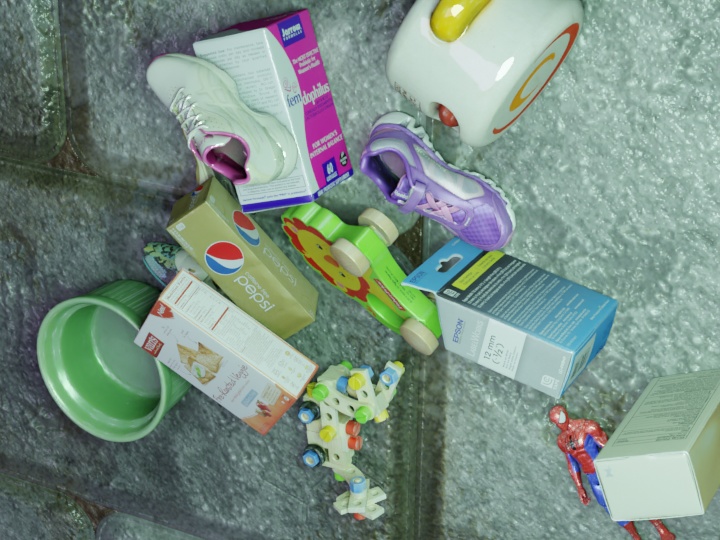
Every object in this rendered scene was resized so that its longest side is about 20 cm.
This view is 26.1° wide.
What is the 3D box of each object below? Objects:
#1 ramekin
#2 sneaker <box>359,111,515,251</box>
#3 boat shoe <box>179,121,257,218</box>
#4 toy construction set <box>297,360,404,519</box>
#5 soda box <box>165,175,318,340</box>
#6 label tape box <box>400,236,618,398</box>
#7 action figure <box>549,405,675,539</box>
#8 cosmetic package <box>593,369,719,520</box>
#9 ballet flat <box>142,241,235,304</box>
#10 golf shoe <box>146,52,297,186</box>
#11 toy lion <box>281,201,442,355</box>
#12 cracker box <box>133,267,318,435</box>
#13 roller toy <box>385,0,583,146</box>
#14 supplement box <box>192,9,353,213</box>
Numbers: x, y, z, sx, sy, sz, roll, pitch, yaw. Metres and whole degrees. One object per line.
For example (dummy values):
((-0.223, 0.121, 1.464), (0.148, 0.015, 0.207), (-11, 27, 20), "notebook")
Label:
((-0.306, 0.109, 1.988), (0.200, 0.098, 0.200), (12, 117, 25), "ramekin")
((0.076, -0.085, 1.688), (0.200, 0.088, 0.081), (39, 124, 8), "sneaker")
((-0.161, -0.149, 1.811), (0.066, 0.072, 0.201), (1, 117, 24), "boat shoe")
((-0.010, 0.197, 1.870), (0.131, 0.092, 0.200), (9, 104, 26), "toy construction set")
((-0.135, -0.010, 1.810), (0.064, 0.068, 0.200), (-33, 114, 20), "soda box")
((0.157, 0.046, 1.665), (0.200, 0.143, 0.066), (22, 120, 20), "label tape box")
((0.274, 0.235, 1.744), (0.065, 0.052, 0.200), (-35, 90, 40), "action figure")
((0.325, 0.176, 1.592), (0.105, 0.200, 0.071), (-10, 106, 33), "cosmetic package")
((-0.176, 0.022, 1.894), (0.200, 0.074, 0.074), (42, 126, -4), "ballet flat")
((-0.161, -0.162, 1.664), (0.200, 0.092, 0.075), (37, 126, 13), "golf shoe")
((0.000, 0.000, 1.752), (0.200, 0.069, 0.192), (49, 162, -21), "toy lion")
((-0.162, 0.099, 1.844), (0.200, 0.058, 0.134), (36, 148, -2), "cracker box")
((0.117, -0.227, 1.538), (0.140, 0.200, 0.182), (39, 131, 11), "roller toy")
((-0.096, -0.179, 1.737), (0.103, 0.101, 0.200), (-7, 108, 32), "supplement box")
